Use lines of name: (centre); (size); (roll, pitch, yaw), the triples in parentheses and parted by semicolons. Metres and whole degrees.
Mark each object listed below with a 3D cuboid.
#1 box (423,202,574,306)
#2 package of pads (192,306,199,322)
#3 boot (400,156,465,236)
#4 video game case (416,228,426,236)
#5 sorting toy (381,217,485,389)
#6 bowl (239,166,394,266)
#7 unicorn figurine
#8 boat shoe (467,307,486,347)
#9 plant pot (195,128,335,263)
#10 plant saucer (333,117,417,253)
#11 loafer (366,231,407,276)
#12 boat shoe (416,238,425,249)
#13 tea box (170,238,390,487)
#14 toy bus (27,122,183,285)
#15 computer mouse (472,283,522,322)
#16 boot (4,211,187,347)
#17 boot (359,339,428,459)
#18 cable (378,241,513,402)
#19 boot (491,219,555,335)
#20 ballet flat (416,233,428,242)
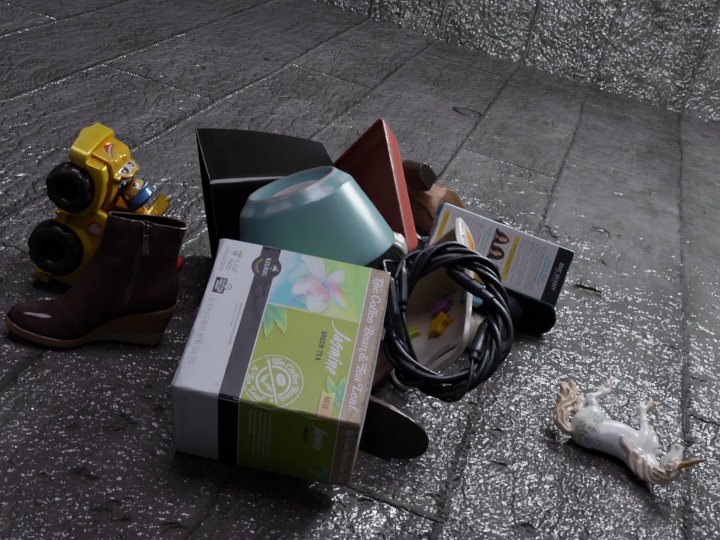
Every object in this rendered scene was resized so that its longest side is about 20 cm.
box: (0.192, -0.022, 1.526); (0.198, 0.083, 0.049); (21, -1, -4)
package of pads: (-0.093, 0.060, 1.333); (0.199, 0.076, 0.120); (-25, 41, -21)
boot: (0.070, -0.096, 1.609); (0.145, 0.201, 0.070); (3, 42, 45)
video game case: (0.065, -0.091, 1.768); (0.180, 0.022, 0.200); (14, -6, -1)
sorting toy: (0.092, 0.065, 1.423); (0.107, 0.200, 0.181); (39, 29, -25)
bowl: (-0.067, -0.057, 1.314); (0.199, 0.106, 0.201); (-18, 15, 5)
unicorn figurine: (0.333, 0.206, 1.357); (0.198, 0.075, 0.138); (7, 31, 19)
boat shoe: (0.132, 0.040, 1.583); (0.064, 0.073, 0.201); (12, 30, -14)
plant pot: (-0.119, -0.078, 1.484); (0.175, 0.202, 0.200); (-8, 29, -10)
plant saucer: (0.012, -0.077, 1.517); (0.036, 0.199, 0.202); (2, 67, -30)
loafer: (0.000, 0.000, 1.436); (0.072, 0.200, 0.063); (31, 47, -12)
boat shoe: (0.025, -0.041, 1.605); (0.200, 0.072, 0.061); (20, -19, 24)
tea box: (-0.082, 0.097, 1.163); (0.194, 0.134, 0.201); (11, 51, 1)
toy bus: (-0.311, -0.061, 1.404); (0.190, 0.201, 0.136); (22, 25, -1)
computer mouse: (0.139, 0.017, 1.530); (0.198, 0.034, 0.059); (25, 36, 8)
boot: (-0.311, 0.005, 1.283); (0.198, 0.168, 0.072); (4, 26, -22)
boot: (0.022, 0.140, 1.320); (0.185, 0.065, 0.200); (21, 22, 13)
cable: (0.106, 0.064, 1.315); (0.161, 0.051, 0.202); (-4, 64, -12)
boot: (0.230, -0.016, 1.658); (0.076, 0.201, 0.169); (-29, 22, 14)
ballet flat: (0.101, -0.041, 1.668); (0.198, 0.075, 0.074); (-12, 31, -12)
